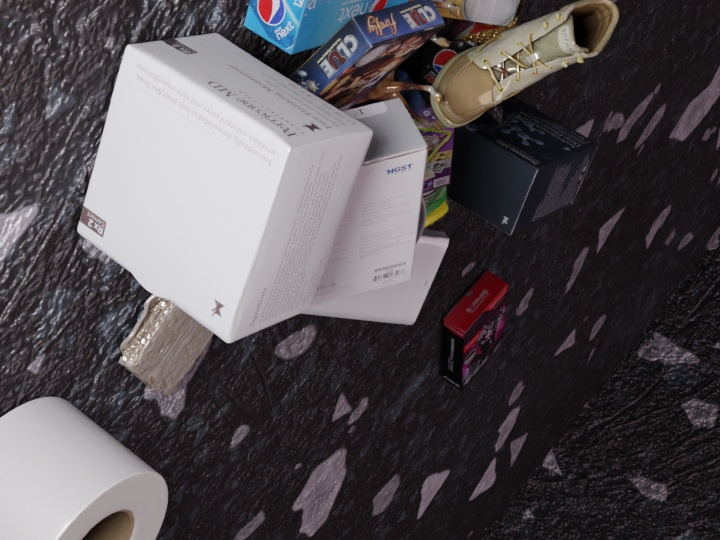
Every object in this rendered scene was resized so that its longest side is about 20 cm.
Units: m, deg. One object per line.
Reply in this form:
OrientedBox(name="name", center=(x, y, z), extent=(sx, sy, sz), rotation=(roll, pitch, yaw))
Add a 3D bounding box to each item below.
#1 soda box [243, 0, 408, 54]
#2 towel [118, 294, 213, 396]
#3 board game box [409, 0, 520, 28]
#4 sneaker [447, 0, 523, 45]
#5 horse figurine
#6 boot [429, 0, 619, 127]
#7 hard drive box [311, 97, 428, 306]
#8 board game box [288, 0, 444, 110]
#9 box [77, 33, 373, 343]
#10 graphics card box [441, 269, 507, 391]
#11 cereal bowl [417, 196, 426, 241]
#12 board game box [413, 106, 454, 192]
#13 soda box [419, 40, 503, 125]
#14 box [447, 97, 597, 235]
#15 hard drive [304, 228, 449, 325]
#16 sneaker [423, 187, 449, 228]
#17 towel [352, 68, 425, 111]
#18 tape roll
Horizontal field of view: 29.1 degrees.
OrientedBox(name="soda box", center=(-0.026, -0.274, 1.378), extent=(0.200, 0.064, 0.068), rotation=(-27, 144, -51))
OrientedBox(name="towel", center=(-0.183, 0.039, 1.514), extent=(0.201, 0.034, 0.133), rotation=(-54, 159, -12))
OrientedBox(name="board game box", center=(0.128, -0.368, 1.501), extent=(0.134, 0.035, 0.201), rotation=(6, 127, -15))
OrientedBox(name="sneaker", center=(0.152, -0.324, 1.671), extent=(0.200, 0.074, 0.091), rotation=(123, -30, -66))
OrientedBox(name="horse figurine", center=(0.035, -0.237, 1.508), extent=(0.050, 0.132, 0.201), rotation=(-45, 148, -58))
OrientedBox(name="boot", center=(0.182, -0.234, 1.539), extent=(0.200, 0.072, 0.154), rotation=(-37, -165, -31))
OrientedBox(name="hard drive box", center=(-0.022, -0.062, 1.412), extent=(0.155, 0.077, 0.201), rotation=(-15, 143, -17))
OrientedBox(name="board game box", center=(-0.022, -0.194, 1.394), extent=(0.200, 0.035, 0.135), rotation=(-37, 174, 40))
OrientedBox(name="box", center=(-0.125, -0.079, 1.251), extent=(0.130, 0.198, 0.201), rotation=(-22, 139, -54))
OrientedBox(name="graphics card box", center=(0.193, 0.105, 2.363), extent=(0.126, 0.051, 0.201), rotation=(-46, 156, -26))
OrientedBox(name="cereal bowl", center=(-0.031, -0.062, 1.543), extent=(0.199, 0.084, 0.201), rotation=(-18, 143, -14))
OrientedBox(name="board game box", center=(0.012, -0.117, 1.597), extent=(0.199, 0.032, 0.120), rotation=(-18, 148, -14))
OrientedBox(name="soda box", center=(0.127, -0.229, 1.705), extent=(0.200, 0.070, 0.064), rotation=(21, 74, -74))
OrientedBox(name="box", center=(0.212, -0.149, 1.932), extent=(0.200, 0.148, 0.108), rotation=(-25, 142, -53))
OrientedBox(name="hard drive", center=(0.000, 0.000, 1.713), extent=(0.199, 0.026, 0.133), rotation=(7, 119, -30))
OrientedBox(name="sneaker", center=(0.038, -0.080, 1.783), extent=(0.200, 0.078, 0.086), rotation=(-43, 139, -37))
OrientedBox(name="towel", center=(0.033, -0.167, 1.665), extent=(0.112, 0.048, 0.200), rotation=(-52, 158, -7))
OrientedBox(name="tape roll", center=(-0.310, 0.247, 1.387), extent=(0.203, 0.139, 0.203), rotation=(-44, 155, -27))
